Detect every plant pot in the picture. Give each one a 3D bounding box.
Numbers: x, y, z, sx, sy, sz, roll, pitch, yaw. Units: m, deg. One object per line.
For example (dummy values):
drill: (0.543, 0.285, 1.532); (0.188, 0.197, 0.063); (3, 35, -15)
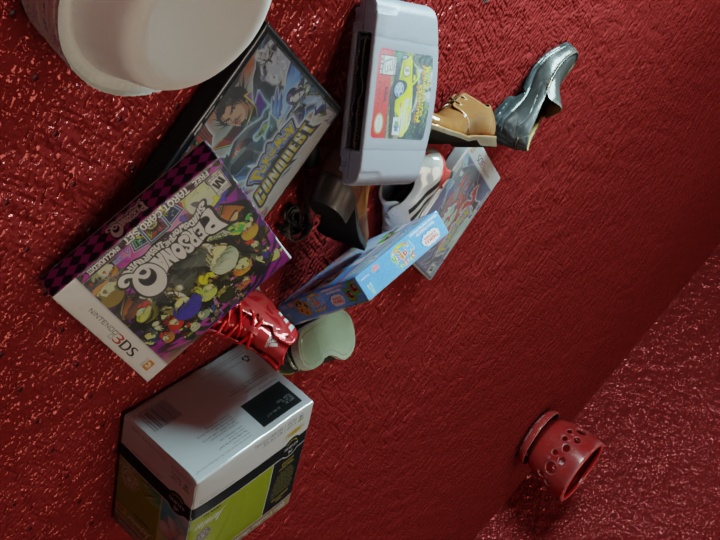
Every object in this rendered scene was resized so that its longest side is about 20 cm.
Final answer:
plant pot: (0.553, 0.513, 2.947); (0.200, 0.181, 0.202); (-42, 153, -27)

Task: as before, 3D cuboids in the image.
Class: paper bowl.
paper bowl: (-0.144, -0.218, 0.783); (0.199, 0.104, 0.202); (-36, 157, -18)

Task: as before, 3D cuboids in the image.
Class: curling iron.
curling iron: (-0.063, -0.112, 1.194); (0.049, 0.025, 0.202); (-36, 149, -42)

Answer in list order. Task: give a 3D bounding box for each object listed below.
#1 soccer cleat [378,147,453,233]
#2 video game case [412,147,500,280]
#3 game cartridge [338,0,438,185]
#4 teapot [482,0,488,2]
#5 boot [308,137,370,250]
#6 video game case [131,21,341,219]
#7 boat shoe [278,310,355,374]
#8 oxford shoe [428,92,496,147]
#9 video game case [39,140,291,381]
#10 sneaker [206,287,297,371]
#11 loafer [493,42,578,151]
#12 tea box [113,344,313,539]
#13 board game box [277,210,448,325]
soccer cleat: (0.053, -0.081, 1.413); (0.084, 0.069, 0.202); (-2, 135, -32)
video game case: (0.133, -0.093, 1.588); (0.201, 0.023, 0.182); (-55, 156, -1)
game cartridge: (0.035, -0.197, 1.171); (0.132, 0.040, 0.204); (-11, 110, -56)
teapot: (0.104, -0.393, 1.006); (0.199, 0.145, 0.199); (-60, 155, 10)
boot: (0.005, -0.139, 1.266); (0.203, 0.067, 0.189); (-66, 158, -14)
video game case: (-0.117, -0.126, 1.057); (0.201, 0.025, 0.181); (-54, 151, -2)
boat shoe: (-0.065, 0.096, 1.419); (0.201, 0.060, 0.073); (-12, 89, -68)
oxford shoe: (0.121, -0.202, 1.401); (0.199, 0.070, 0.073); (-8, 101, -59)
video game case: (-0.182, -0.003, 1.023); (0.199, 0.036, 0.182); (-40, 144, -6)
sneaker: (-0.132, 0.052, 1.163); (0.079, 0.115, 0.199); (-60, 156, 12)
loafer: (0.275, -0.257, 1.584); (0.201, 0.072, 0.073); (-51, 155, -12)
tea box: (-0.181, 0.234, 1.283); (0.199, 0.133, 0.199); (-29, 145, -44)
board game box: (0.000, 0.000, 1.306); (0.151, 0.037, 0.199); (-40, -169, -31)
